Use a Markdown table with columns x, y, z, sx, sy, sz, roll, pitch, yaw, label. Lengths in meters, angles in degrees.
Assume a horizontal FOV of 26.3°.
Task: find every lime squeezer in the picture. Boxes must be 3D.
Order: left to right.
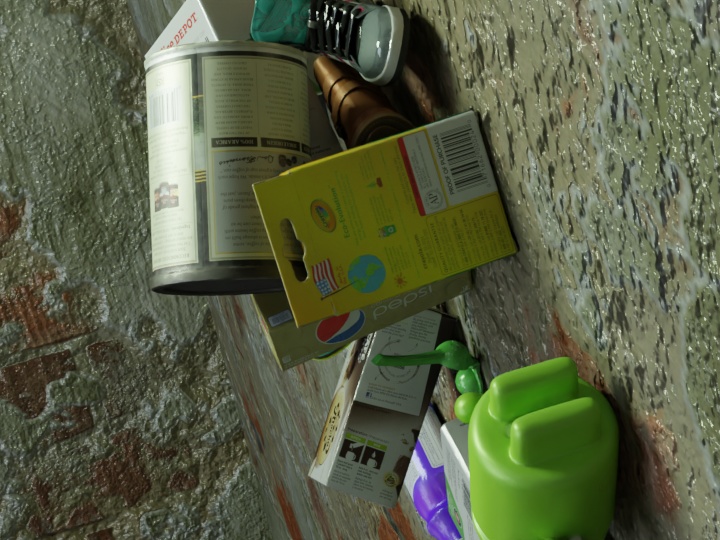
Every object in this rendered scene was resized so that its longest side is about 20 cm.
| x | y | z | sx | sy | sz | roll | pitch | yaw | label |
| --- | --- | --- | --- | --- | --- | --- | --- | --- | --- |
| 0.092 | 0.113 | 1.516 | 0.038 | 0.071 | 0.200 | 21 | 164 | 45 | lime squeezer |

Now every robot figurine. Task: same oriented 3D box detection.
| x | y | z | sx | sy | sz | roll | pitch | yaw | label |
| --- | --- | --- | --- | --- | --- | --- | --- | --- | --- |
| 0.143 | 0.159 | 1.208 | 0.201 | 0.115 | 0.176 | 84 | 164 | -47 | robot figurine |

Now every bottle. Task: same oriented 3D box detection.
| x | y | z | sx | sy | sz | roll | pitch | yaw | label |
| --- | --- | --- | --- | --- | --- | --- | --- | --- | --- |
| 0.085 | 0.235 | 1.712 | 0.084 | 0.065 | 0.201 | 85 | 162 | -50 | bottle |

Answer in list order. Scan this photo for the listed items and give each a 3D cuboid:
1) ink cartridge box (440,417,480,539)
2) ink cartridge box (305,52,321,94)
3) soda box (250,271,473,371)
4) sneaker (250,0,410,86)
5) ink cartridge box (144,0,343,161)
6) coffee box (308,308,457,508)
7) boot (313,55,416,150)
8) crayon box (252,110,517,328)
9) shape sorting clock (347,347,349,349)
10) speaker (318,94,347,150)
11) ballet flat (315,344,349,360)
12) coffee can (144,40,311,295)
| x | y | z | sx | sy | sz | roll | pitch | yaw | label |
| --- | --- | --- | --- | --- | --- | --- | --- | --- | --- |
| 0.149 | 0.238 | 1.368 | 0.145 | 0.084 | 0.200 | 82 | 165 | -48 | ink cartridge box |
| -0.079 | -0.275 | 1.581 | 0.067 | 0.116 | 0.201 | -178 | 69 | -76 | ink cartridge box |
| 0.002 | 0.015 | 1.432 | 0.068 | 0.199 | 0.064 | 76 | 170 | -52 | soda box |
| -0.035 | -0.221 | 1.380 | 0.200 | 0.120 | 0.084 | -135 | 55 | -66 | sneaker |
| -0.117 | -0.164 | 1.503 | 0.146 | 0.084 | 0.201 | -37 | 76 | 55 | ink cartridge box |
| 0.021 | 0.130 | 1.573 | 0.113 | 0.079 | 0.201 | 171 | 118 | -79 | coffee box |
| 0.000 | -0.143 | 1.426 | 0.155 | 0.073 | 0.200 | 61 | 180 | 21 | boot |
| 0.017 | -0.043 | 1.280 | 0.051 | 0.199 | 0.128 | -177 | 70 | -76 | crayon box |
| -0.010 | 0.046 | 1.879 | 0.200 | 0.039 | 0.201 | 53 | 159 | 30 | shape sorting clock |
| -0.046 | -0.160 | 1.696 | 0.081 | 0.081 | 0.201 | -133 | 28 | -64 | speaker |
| 0.000 | 0.000 | 1.566 | 0.201 | 0.067 | 0.067 | -65 | -11 | 4 | ballet flat |
| -0.112 | -0.084 | 1.341 | 0.146 | 0.145 | 0.201 | 150 | 118 | -78 | coffee can |
